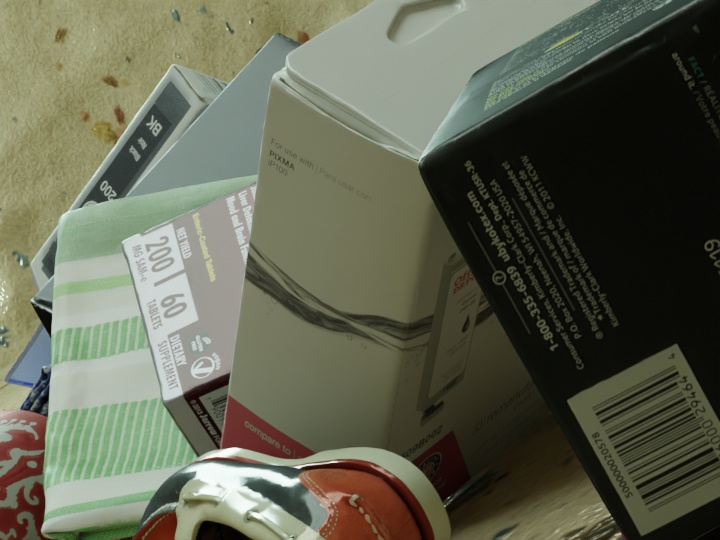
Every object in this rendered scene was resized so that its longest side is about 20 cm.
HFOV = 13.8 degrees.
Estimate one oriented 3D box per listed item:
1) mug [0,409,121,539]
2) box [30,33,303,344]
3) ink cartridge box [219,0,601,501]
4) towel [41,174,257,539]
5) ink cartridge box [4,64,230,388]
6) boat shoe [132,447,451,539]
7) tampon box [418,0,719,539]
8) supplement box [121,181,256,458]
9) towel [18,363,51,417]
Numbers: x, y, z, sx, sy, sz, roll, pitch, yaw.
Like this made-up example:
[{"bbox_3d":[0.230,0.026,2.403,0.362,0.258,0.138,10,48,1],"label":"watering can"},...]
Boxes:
[{"bbox_3d":[-0.226,0.155,1.423,0.177,0.134,0.200,-25,4,34],"label":"mug"},{"bbox_3d":[-0.061,0.000,1.552,0.079,0.141,0.200,28,65,31],"label":"box"},{"bbox_3d":[0.026,-0.008,1.177,0.146,0.083,0.201,-35,-34,-42],"label":"ink cartridge box"},{"bbox_3d":[-0.079,0.036,1.419,0.152,0.023,0.201,-11,50,12],"label":"towel"},{"bbox_3d":[-0.084,-0.007,1.672,0.198,0.043,0.200,17,-63,-47],"label":"ink cartridge box"},{"bbox_3d":[-0.042,0.110,1.141,0.063,0.071,0.200,-37,12,-31],"label":"boat shoe"},{"bbox_3d":[0.115,-0.018,0.980,0.126,0.150,0.200,-29,5,11],"label":"tampon box"},{"bbox_3d":[0.000,0.000,1.357,0.199,0.061,0.109,-24,47,5],"label":"supplement box"},{"bbox_3d":[-0.156,0.102,1.644,0.145,0.024,0.200,-24,-25,-47],"label":"towel"}]
